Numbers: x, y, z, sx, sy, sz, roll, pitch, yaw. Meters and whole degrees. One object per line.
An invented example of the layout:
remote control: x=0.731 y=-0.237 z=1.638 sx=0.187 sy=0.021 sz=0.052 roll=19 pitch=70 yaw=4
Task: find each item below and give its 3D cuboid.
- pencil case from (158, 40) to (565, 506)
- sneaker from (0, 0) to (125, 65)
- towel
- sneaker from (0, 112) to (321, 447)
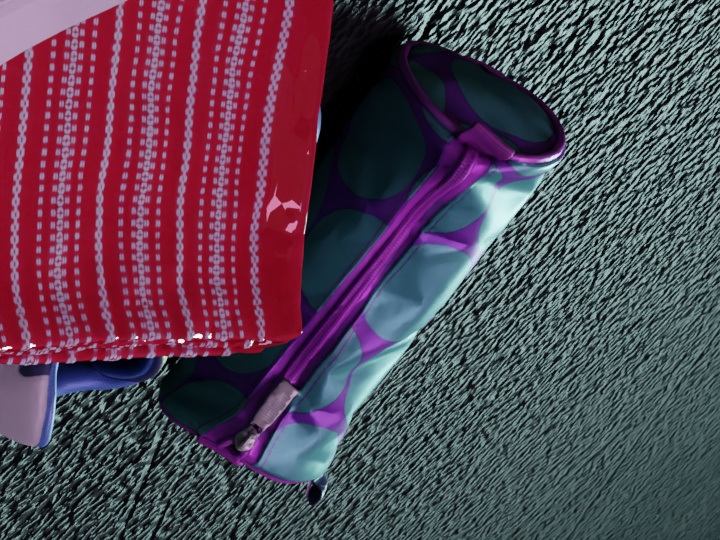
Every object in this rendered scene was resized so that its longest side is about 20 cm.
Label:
pencil case: x=0.000 y=0.000 z=1.143 sx=0.200 sy=0.085 sz=0.092 roll=-54 pitch=-171 yaw=23
sneaker: x=-0.128 y=-0.091 z=0.726 sx=0.200 sy=0.074 sz=0.082 roll=-33 pitch=126 yaw=-16
towel: x=-0.072 y=-0.042 z=0.865 sx=0.200 sy=0.022 sz=0.145 roll=-1 pitch=98 yaw=-59
sneaker: x=-0.078 y=-0.005 z=0.967 sx=0.200 sy=0.082 sz=0.074 roll=-36 pitch=158 yaw=-33
